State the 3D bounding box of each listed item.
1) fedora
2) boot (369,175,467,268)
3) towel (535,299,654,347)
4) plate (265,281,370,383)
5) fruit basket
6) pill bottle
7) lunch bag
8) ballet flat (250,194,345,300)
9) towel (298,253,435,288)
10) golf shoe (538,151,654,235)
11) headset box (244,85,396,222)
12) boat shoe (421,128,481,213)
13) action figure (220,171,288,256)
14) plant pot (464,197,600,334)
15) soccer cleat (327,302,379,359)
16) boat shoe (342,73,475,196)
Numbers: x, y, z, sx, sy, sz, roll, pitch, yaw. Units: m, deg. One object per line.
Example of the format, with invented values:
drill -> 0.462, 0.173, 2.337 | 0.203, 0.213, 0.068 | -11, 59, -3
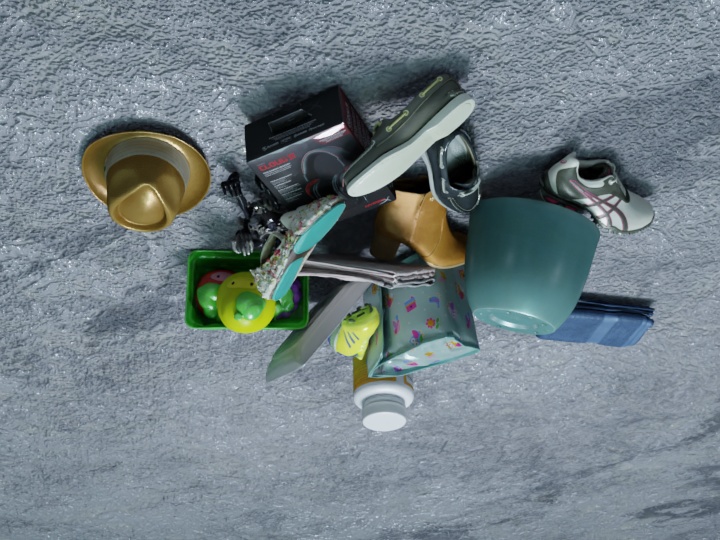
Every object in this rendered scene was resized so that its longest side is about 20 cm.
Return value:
fedora -> -0.310, -0.115, 1.336 | 0.200, 0.082, 0.201 | -1, 146, -1
boot -> 0.117, -0.077, 1.425 | 0.201, 0.071, 0.144 | 0, 134, -26
towel -> 0.426, 0.094, 1.703 | 0.199, 0.049, 0.112 | 5, 145, -11
plate -> -0.077, 0.094, 1.548 | 0.032, 0.200, 0.200 | 43, 154, -6
fruit basket -> -0.183, 0.037, 1.498 | 0.215, 0.156, 0.216 | 0, 161, 0
pill bottle -> 0.040, 0.183, 1.686 | 0.109, 0.201, 0.109 | -1, 146, 0
lunch bag -> 0.082, 0.078, 1.557 | 0.200, 0.171, 0.122 | -23, 149, 33
ballet flat -> -0.097, -0.042, 1.307 | 0.200, 0.064, 0.076 | -53, 162, 27
towel -> 0.000, 0.000, 1.429 | 0.190, 0.032, 0.200 | 9, -176, 22
golf shoe -> 0.363, -0.112, 1.373 | 0.199, 0.077, 0.088 | 13, 137, -21
headset box -> -0.058, -0.154, 1.284 | 0.148, 0.075, 0.200 | -20, 142, 16
boat shoe -> 0.136, -0.137, 1.315 | 0.076, 0.060, 0.200 | -47, 142, -6
action figure -> -0.140, -0.067, 1.400 | 0.118, 0.102, 0.200 | -13, 142, 10
plant pot -> 0.246, 0.003, 1.402 | 0.200, 0.161, 0.201 | 14, 165, 4
soccer cleat -> -0.004, 0.107, 1.552 | 0.065, 0.084, 0.200 | -26, 180, -20
boat shoe -> 0.054, -0.176, 1.215 | 0.202, 0.060, 0.072 | -38, 162, 7
